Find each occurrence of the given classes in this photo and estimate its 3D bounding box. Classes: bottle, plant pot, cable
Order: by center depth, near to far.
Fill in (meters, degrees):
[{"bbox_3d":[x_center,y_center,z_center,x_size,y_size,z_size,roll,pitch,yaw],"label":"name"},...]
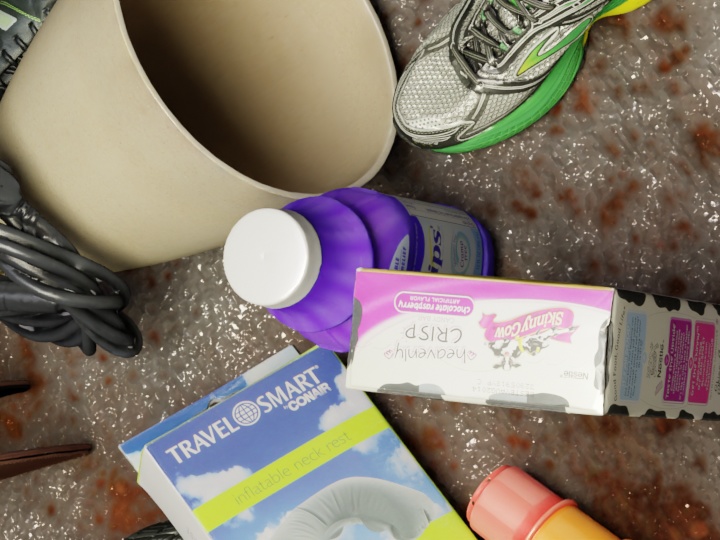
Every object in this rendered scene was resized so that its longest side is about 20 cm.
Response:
[{"bbox_3d":[0.000,0.000,1.489,0.065,0.200,0.084,13,91,27],"label":"bottle"},{"bbox_3d":[-0.202,-0.009,1.567,0.200,0.163,0.051,36,66,-2],"label":"cable"},{"bbox_3d":[-0.115,-0.079,1.582,0.200,0.187,0.188,-33,71,40],"label":"plant pot"}]

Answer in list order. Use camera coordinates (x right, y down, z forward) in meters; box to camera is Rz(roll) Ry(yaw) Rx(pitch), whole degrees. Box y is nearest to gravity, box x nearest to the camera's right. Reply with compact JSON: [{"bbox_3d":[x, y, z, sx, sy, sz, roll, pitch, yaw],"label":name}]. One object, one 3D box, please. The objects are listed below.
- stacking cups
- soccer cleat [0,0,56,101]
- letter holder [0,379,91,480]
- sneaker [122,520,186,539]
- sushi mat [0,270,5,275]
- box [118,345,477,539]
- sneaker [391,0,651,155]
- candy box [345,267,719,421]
[{"bbox_3d":[0.135,0.171,1.486,0.200,0.060,0.061,33,102,28],"label":"stacking cups"},{"bbox_3d":[-0.193,-0.116,1.666,0.200,0.067,0.081,-31,42,30],"label":"soccer cleat"},{"bbox_3d":[-0.250,0.074,1.608,0.142,0.200,0.101,-15,85,21],"label":"letter holder"},{"bbox_3d":[-0.121,0.187,1.623,0.200,0.076,0.091,-17,88,33],"label":"sneaker"},{"bbox_3d":[-0.272,0.043,1.737,0.096,0.012,0.200,37,104,24],"label":"sushi mat"},{"bbox_3d":[-0.024,0.130,1.544,0.122,0.048,0.200,-29,67,-22],"label":"box"},{"bbox_3d":[0.085,-0.140,1.518,0.200,0.085,0.078,-45,67,19],"label":"sneaker"},{"bbox_3d":[0.099,0.037,1.433,0.136,0.200,0.061,5,89,28],"label":"candy box"}]
